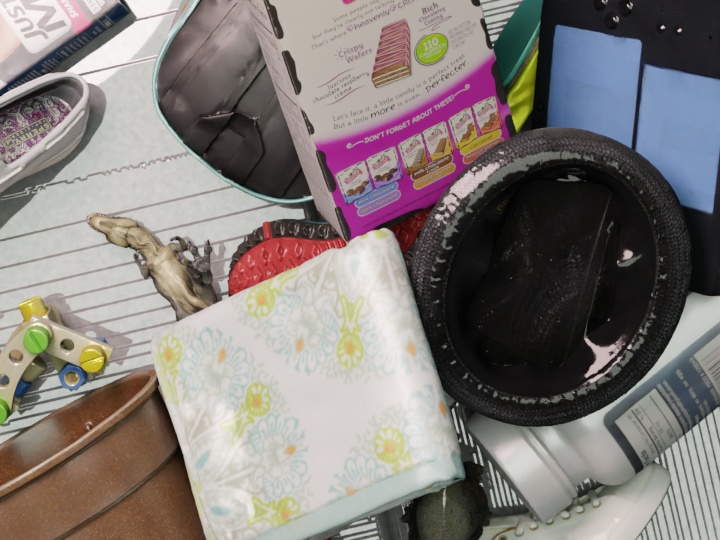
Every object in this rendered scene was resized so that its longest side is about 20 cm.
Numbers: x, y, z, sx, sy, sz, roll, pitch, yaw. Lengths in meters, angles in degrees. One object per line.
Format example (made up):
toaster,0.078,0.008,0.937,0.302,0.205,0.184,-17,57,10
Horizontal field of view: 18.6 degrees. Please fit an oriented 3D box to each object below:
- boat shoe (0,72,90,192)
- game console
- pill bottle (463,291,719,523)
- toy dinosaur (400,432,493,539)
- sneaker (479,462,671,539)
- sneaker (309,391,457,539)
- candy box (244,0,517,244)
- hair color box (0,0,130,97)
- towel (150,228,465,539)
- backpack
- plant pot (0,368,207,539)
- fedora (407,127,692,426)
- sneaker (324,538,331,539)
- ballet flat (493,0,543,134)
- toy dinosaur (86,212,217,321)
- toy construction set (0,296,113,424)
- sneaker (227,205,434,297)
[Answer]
boat shoe,-0.266,-0.076,1.516,0.200,0.069,0.072,-29,76,-31
game console,0.187,-0.096,1.476,0.031,0.177,0.200,-10,110,-40
pill bottle,0.175,0.078,1.532,0.200,0.120,0.120,-38,91,-3
toy dinosaur,0.059,0.169,1.491,0.077,0.102,0.200,14,121,-4
sneaker,0.128,0.191,1.561,0.200,0.073,0.085,-42,93,2
sneaker,-0.004,0.099,1.536,0.099,0.071,0.200,38,56,7
candy box,0.013,-0.134,1.414,0.136,0.061,0.200,-26,125,-12
hair color box,-0.274,-0.169,1.564,0.200,0.061,0.100,-36,90,1
towel,-0.038,0.087,1.437,0.200,0.048,0.171,-24,78,28
backpack,-0.045,-0.148,1.516,0.176,0.153,0.200,35,88,-9
plant pot,-0.176,0.203,1.513,0.200,0.200,0.198,-31,99,0
fedora,0.121,-0.001,1.459,0.200,0.092,0.201,-1,103,-2
sneaker,-0.044,0.217,1.536,0.078,0.116,0.200,-37,87,10
ballet flat,0.106,-0.114,1.569,0.067,0.067,0.200,32,94,-21
toy dinosaur,-0.114,0.025,1.555,0.047,0.088,0.200,-38,91,-17
toy construction set,-0.279,0.027,1.550,0.131,0.092,0.200,-40,87,11
sneaker,0.000,0.000,1.549,0.200,0.095,0.079,-15,73,31
